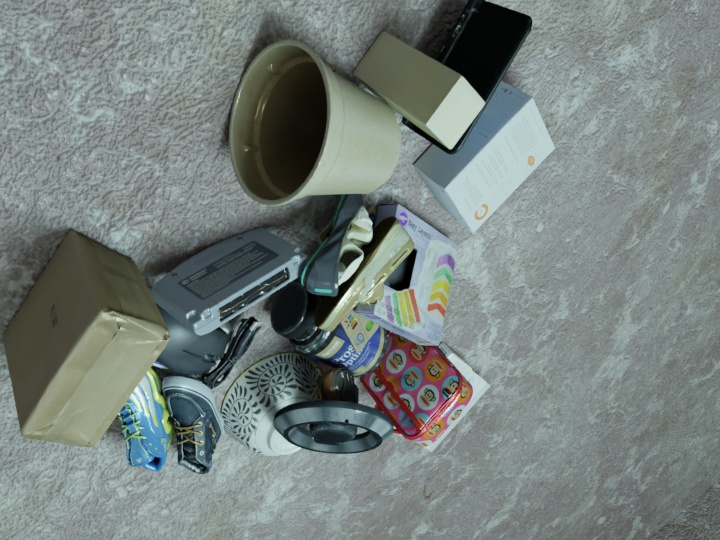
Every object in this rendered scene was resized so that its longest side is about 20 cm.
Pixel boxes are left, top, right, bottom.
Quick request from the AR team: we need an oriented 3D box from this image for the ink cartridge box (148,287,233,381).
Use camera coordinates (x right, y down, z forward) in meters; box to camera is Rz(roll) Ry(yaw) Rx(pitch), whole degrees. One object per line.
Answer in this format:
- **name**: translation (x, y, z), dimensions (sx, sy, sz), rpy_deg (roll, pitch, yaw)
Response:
- **ink cartridge box**: translation (-0.290, 0.092, 1.048), dimensions (0.198, 0.039, 0.100), rpy_deg (31, 100, -45)

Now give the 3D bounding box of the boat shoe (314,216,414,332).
- **boat shoe**: translation (0.010, 0.017, 1.055), dimensions (0.066, 0.074, 0.201), rpy_deg (40, 86, -21)

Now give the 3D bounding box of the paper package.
- **paper package**: translation (-0.351, 0.085, 0.887), dimensions (0.103, 0.200, 0.192), rpy_deg (30, 101, -43)

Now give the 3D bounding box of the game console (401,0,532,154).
- **game console**: translation (0.158, -0.269, 1.011), dimensions (0.203, 0.115, 0.175), rpy_deg (-58, 165, 11)

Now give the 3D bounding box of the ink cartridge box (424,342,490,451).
- **ink cartridge box**: translation (0.159, 0.270, 1.475), dimensions (0.201, 0.045, 0.175), rpy_deg (-49, 133, 4)

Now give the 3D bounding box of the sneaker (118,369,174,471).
- **sneaker**: translation (-0.327, 0.224, 1.058), dimensions (0.074, 0.106, 0.203), rpy_deg (-16, 131, 0)

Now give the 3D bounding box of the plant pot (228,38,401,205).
- **plant pot**: translation (-0.046, -0.181, 0.943), dimensions (0.181, 0.200, 0.205), rpy_deg (3, 119, -47)

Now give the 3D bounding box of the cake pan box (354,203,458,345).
- **cake pan box**: translation (0.080, 0.009, 1.182), dimensions (0.198, 0.051, 0.190), rpy_deg (29, 68, -44)

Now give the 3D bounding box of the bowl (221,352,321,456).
- **bowl**: translation (-0.135, 0.255, 1.228), dimensions (0.196, 0.094, 0.205), rpy_deg (-19, 129, -24)

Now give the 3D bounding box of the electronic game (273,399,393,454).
- **electronic game**: translation (-0.043, 0.250, 1.129), dimensions (0.193, 0.043, 0.202), rpy_deg (3, 149, 2)

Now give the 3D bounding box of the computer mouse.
- **computer mouse**: translation (-0.242, 0.107, 1.030), dimensions (0.198, 0.053, 0.140), rpy_deg (31, 100, -44)

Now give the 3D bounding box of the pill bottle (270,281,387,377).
- **pill bottle**: translation (-0.052, 0.096, 1.165), dimensions (0.198, 0.112, 0.113), rpy_deg (30, 101, -44)

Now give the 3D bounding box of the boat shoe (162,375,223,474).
- **boat shoe**: translation (-0.262, 0.244, 1.098), dimensions (0.068, 0.093, 0.202), rpy_deg (0, 146, 9)

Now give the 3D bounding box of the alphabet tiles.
- **alphabet tiles**: translation (0.000, 0.000, 1.133), dimensions (0.168, 0.007, 0.203), rpy_deg (-48, 124, -36)

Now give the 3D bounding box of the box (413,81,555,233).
- **box**: translation (0.205, -0.188, 1.160), dimensions (0.200, 0.097, 0.124), rpy_deg (-45, 135, 0)

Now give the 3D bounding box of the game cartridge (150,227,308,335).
- **game cartridge**: translation (-0.185, 0.008, 0.987), dimensions (0.198, 0.131, 0.043), rpy_deg (-33, 127, -33)

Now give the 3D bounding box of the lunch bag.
- **lunch bag**: translation (0.091, 0.213, 1.285), dimensions (0.177, 0.200, 0.082), rpy_deg (-49, 138, 4)

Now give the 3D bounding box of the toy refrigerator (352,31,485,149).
- **toy refrigerator**: translation (0.076, -0.247, 0.959), dimensions (0.069, 0.200, 0.077), rpy_deg (31, 101, -44)

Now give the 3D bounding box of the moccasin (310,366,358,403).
- **moccasin**: translation (-0.046, 0.201, 1.184), dimensions (0.075, 0.076, 0.202), rpy_deg (1, 169, 4)

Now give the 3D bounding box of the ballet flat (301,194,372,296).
- **ballet flat**: translation (-0.020, -0.042, 1.036), dimensions (0.203, 0.071, 0.074), rpy_deg (-65, 146, -35)
